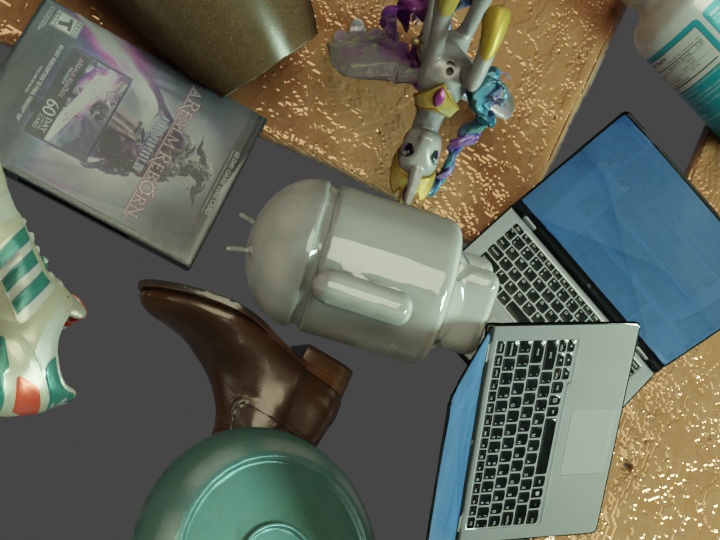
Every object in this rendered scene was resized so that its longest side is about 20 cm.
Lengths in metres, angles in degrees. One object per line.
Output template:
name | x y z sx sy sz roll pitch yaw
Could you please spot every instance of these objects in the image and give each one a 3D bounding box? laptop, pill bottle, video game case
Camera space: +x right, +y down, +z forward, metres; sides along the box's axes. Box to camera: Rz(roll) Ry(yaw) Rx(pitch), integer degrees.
laptop | 0.185 0.019 0.947 0.200 0.116 0.187 -41 89 -23
pill bottle | 0.324 -0.201 1.060 0.200 0.111 0.111 47 67 -1
laptop | 0.123 0.145 0.855 0.199 0.116 0.188 0 112 -18
video game case | -0.191 -0.108 0.925 0.199 0.019 0.143 28 69 -8

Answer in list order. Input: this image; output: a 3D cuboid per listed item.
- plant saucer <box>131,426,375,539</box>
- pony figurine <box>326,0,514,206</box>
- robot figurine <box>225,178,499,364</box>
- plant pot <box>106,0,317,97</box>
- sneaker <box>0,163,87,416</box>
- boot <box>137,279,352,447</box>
plant saucer | -0.063 0.207 0.813 0.199 0.027 0.201 11 71 -33
pony figurine | 0.060 -0.168 0.924 0.166 0.201 0.193 13 36 -7
robot figurine | 0.000 0.000 0.880 0.199 0.170 0.113 17 100 -4
plant pot | -0.124 -0.243 0.912 0.187 0.187 0.200 -39 104 -23
sneaker | -0.251 0.010 0.856 0.093 0.070 0.201 2 72 -35
boot | -0.116 0.127 0.862 0.186 0.064 0.201 27 73 -11
